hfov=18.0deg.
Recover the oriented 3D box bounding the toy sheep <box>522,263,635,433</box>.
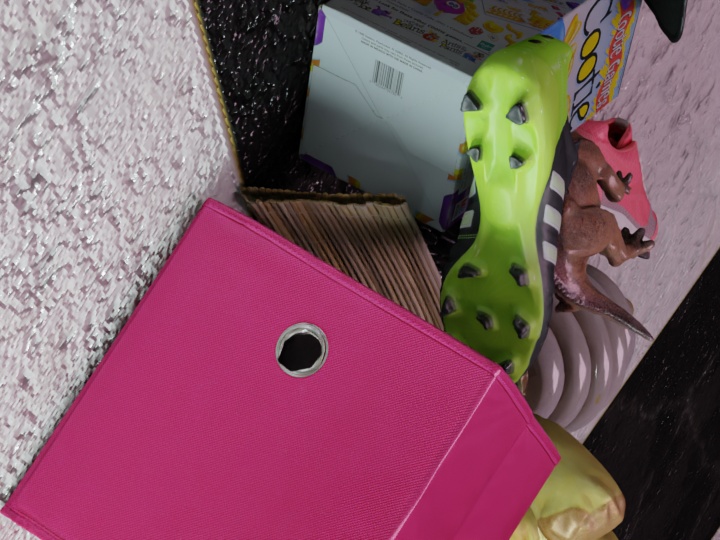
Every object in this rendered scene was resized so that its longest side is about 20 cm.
[{"bbox_3d":[0.127,0.055,1.601,0.200,0.138,0.139,-28,141,-47],"label":"toy sheep"}]

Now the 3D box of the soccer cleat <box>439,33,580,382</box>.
[{"bbox_3d":[0.086,-0.029,1.211,0.081,0.067,0.201,-38,140,-48],"label":"soccer cleat"}]

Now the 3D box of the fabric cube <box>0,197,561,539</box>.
[{"bbox_3d":[-0.036,0.114,1.230,0.200,0.196,0.200,-56,158,-8],"label":"fabric cube"}]

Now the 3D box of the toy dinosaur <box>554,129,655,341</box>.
[{"bbox_3d":[0.125,-0.044,1.468,0.135,0.085,0.201,27,47,-65],"label":"toy dinosaur"}]

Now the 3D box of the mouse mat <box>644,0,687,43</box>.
[{"bbox_3d":[0.173,-0.239,1.333,0.200,0.007,0.162,-103,-165,-64],"label":"mouse mat"}]

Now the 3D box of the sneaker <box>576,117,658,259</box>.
[{"bbox_3d":[0.185,-0.065,1.656,0.087,0.073,0.200,-65,157,4],"label":"sneaker"}]

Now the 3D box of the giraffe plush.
[{"bbox_3d":[0.056,0.156,1.431,0.162,0.172,0.201,-34,117,-20],"label":"giraffe plush"}]

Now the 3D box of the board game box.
[{"bbox_3d":[0.068,-0.124,1.296,0.200,0.105,0.103,-37,147,-44],"label":"board game box"}]

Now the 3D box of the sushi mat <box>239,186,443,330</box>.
[{"bbox_3d":[0.000,0.000,1.313,0.200,0.095,0.012,62,32,-63],"label":"sushi mat"}]

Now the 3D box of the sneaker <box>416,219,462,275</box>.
[{"bbox_3d":[0.039,0.019,1.446,0.088,0.076,0.200,-60,158,13],"label":"sneaker"}]
